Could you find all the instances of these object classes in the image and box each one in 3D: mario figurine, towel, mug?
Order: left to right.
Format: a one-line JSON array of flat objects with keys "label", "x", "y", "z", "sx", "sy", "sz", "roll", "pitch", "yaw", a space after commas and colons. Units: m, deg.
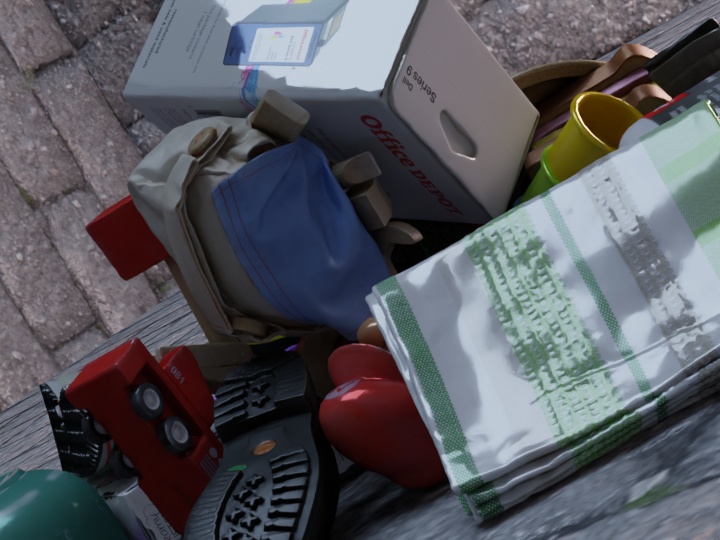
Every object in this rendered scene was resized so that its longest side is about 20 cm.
[{"label": "mug", "x": -0.213, "y": 0.188, "z": 1.125, "sx": 0.152, "sy": 0.114, "sz": 0.185, "roll": -34, "pitch": 7, "yaw": -29}, {"label": "mario figurine", "x": 0.050, "y": 0.037, "z": 1.055, "sx": 0.106, "sy": 0.124, "sz": 0.200, "roll": 30, "pitch": 39, "yaw": 32}, {"label": "towel", "x": 0.109, "y": 0.014, "z": 0.916, "sx": 0.200, "sy": 0.149, "sz": 0.031, "roll": -31, "pitch": -38, "yaw": 8}]

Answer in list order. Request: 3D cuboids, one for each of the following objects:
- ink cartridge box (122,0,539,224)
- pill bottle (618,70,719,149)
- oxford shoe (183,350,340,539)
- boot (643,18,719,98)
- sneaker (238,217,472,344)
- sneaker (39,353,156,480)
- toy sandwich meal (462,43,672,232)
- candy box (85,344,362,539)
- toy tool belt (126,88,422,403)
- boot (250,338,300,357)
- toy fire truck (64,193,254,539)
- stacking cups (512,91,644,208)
[{"label": "ink cartridge box", "x": -0.016, "y": -0.100, "z": 1.148, "sx": 0.200, "sy": 0.145, "sz": 0.088, "roll": 7, "pitch": 66, "yaw": 38}, {"label": "pill bottle", "x": 0.208, "y": -0.051, "z": 1.001, "sx": 0.200, "sy": 0.114, "sz": 0.114, "roll": -31, "pitch": 5, "yaw": -4}, {"label": "oxford shoe", "x": -0.040, "y": 0.129, "z": 1.000, "sx": 0.073, "sy": 0.084, "sz": 0.200, "roll": -14, "pitch": 29, "yaw": 16}, {"label": "boot", "x": 0.203, "y": -0.074, "z": 1.146, "sx": 0.200, "sy": 0.131, "sz": 0.068, "roll": -30, "pitch": 6, "yaw": 11}, {"label": "sneaker", "x": 0.000, "y": 0.000, "z": 1.251, "sx": 0.200, "sy": 0.078, "sz": 0.085, "roll": -12, "pitch": -7, "yaw": 40}, {"label": "sneaker", "x": -0.145, "y": 0.091, "z": 1.214, "sx": 0.093, "sy": 0.070, "sz": 0.200, "roll": -15, "pitch": -1, "yaw": -16}, {"label": "toy sandwich meal", "x": 0.137, "y": -0.048, "z": 1.227, "sx": 0.205, "sy": 0.205, "sz": 0.070, "roll": -31, "pitch": 38, "yaw": 5}, {"label": "candy box", "x": -0.075, "y": 0.120, "z": 1.221, "sx": 0.200, "sy": 0.072, "sz": 0.168, "roll": -33, "pitch": 6, "yaw": -22}, {"label": "toy tool belt", "x": -0.028, "y": -0.009, "z": 1.077, "sx": 0.123, "sy": 0.200, "sz": 0.125, "roll": -17, "pitch": 29, "yaw": 43}, {"label": "boot", "x": -0.051, "y": -0.015, "z": 1.355, "sx": 0.198, "sy": 0.162, "sz": 0.073, "roll": -14, "pitch": 39, "yaw": 35}, {"label": "toy fire truck", "x": -0.099, "y": 0.062, "z": 1.096, "sx": 0.049, "sy": 0.200, "sz": 0.141, "roll": -28, "pitch": 17, "yaw": 34}, {"label": "stacking cups", "x": 0.108, "y": -0.017, "z": 1.158, "sx": 0.061, "sy": 0.061, "sz": 0.200, "roll": -37, "pitch": -17, "yaw": -50}]
